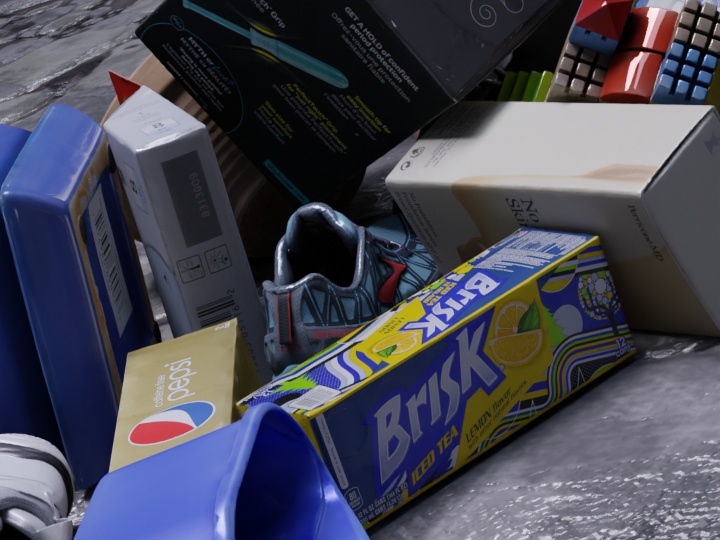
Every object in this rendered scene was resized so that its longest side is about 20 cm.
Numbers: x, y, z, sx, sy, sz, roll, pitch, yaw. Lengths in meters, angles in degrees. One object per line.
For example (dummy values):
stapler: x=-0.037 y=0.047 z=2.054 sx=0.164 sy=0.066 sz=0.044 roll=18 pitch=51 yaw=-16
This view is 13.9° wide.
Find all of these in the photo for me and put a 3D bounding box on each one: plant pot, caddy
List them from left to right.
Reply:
plant pot: x=-0.217 y=0.020 z=1.623 sx=0.179 sy=0.200 sz=0.200 roll=-10 pitch=18 yaw=8
caddy: x=-0.041 y=0.139 z=1.188 sx=0.105 sy=0.142 sz=0.200 roll=-18 pitch=19 yaw=13
plant pot: x=-0.060 y=-0.074 z=1.826 sx=0.201 sy=0.201 sz=0.093 roll=-28 pitch=61 yaw=-25

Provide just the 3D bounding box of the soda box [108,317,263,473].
soda box: x=-0.082 y=0.094 z=1.470 sx=0.064 sy=0.068 sz=0.200 roll=-18 pitch=18 yaw=4

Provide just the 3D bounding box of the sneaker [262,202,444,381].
sneaker: x=0.000 y=0.000 z=1.613 sx=0.079 sy=0.096 sz=0.200 roll=-11 pitch=20 yaw=20

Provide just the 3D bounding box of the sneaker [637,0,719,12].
sneaker: x=0.232 y=-0.166 z=1.924 sx=0.088 sy=0.075 sz=0.200 roll=-1 pitch=30 yaw=16

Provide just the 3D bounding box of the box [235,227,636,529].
box: x=0.039 y=0.053 z=1.463 sx=0.200 sy=0.070 sz=0.064 roll=-30 pitch=20 yaw=-31

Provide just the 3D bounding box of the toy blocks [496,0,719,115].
toy blocks: x=0.179 y=-0.094 z=1.557 sx=0.200 sy=0.100 sz=0.137 roll=20 pitch=-16 yaw=2

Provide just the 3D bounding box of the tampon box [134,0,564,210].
tampon box: x=-0.003 y=-0.151 z=1.669 sx=0.126 sy=0.150 sz=0.200 roll=-45 pitch=6 yaw=-32

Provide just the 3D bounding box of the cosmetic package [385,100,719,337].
cosmetic package: x=0.118 y=-0.029 z=1.554 sx=0.200 sy=0.105 sz=0.071 roll=4 pitch=45 yaw=52

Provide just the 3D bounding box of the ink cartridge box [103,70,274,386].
ink cartridge box: x=-0.111 y=-0.020 z=1.674 sx=0.047 sy=0.160 sz=0.200 roll=-22 pitch=19 yaw=-14

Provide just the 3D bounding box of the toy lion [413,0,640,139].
toy lion: x=0.052 y=-0.191 z=1.915 sx=0.200 sy=0.192 sz=0.069 roll=-31 pitch=11 yaw=32

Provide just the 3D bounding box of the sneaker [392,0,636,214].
sneaker: x=0.092 y=-0.099 z=1.752 sx=0.200 sy=0.075 sz=0.106 roll=-50 pitch=11 yaw=48

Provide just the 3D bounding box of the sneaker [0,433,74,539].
sneaker: x=-0.234 y=0.143 z=1.467 sx=0.200 sy=0.075 sz=0.115 roll=-18 pitch=15 yaw=-8
